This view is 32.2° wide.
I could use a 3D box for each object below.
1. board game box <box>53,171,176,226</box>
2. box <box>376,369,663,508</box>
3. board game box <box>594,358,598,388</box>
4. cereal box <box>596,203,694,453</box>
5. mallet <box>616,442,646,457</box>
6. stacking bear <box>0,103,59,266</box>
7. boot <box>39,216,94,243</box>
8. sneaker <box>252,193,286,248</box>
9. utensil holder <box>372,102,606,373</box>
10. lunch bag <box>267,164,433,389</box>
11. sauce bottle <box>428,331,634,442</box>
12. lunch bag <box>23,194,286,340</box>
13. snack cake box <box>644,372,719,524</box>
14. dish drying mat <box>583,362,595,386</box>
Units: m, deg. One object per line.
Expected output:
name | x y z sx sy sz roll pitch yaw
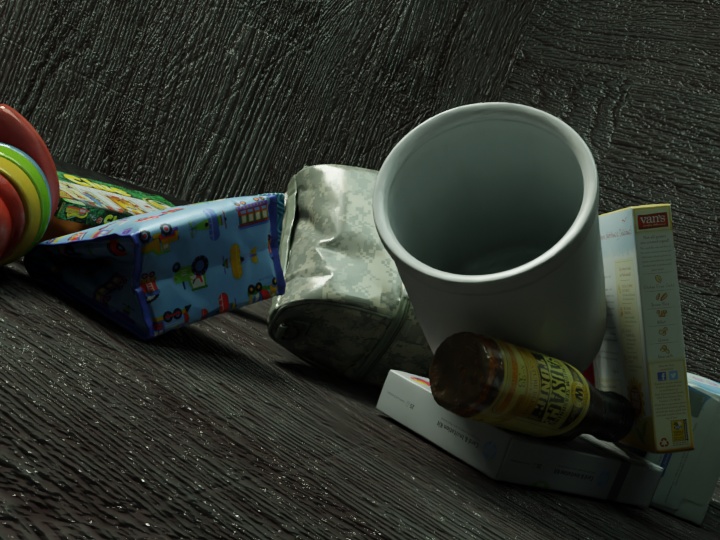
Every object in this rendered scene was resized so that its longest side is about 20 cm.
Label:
board game box | -0.245 -0.064 1.240 0.105 0.023 0.200 29 10 36
box | 0.136 0.143 1.062 0.200 0.041 0.156 18 4 -40
board game box | 0.202 0.068 1.359 0.147 0.064 0.200 21 17 -10
cereal box | 0.234 0.048 1.059 0.039 0.200 0.144 -4 -1 -5
mallet | 0.235 0.139 1.349 0.066 0.041 0.200 20 19 -34
stacking bear | -0.315 -0.051 1.024 0.114 0.121 0.200 44 7 -14
boot | -0.255 -0.019 1.255 0.200 0.077 0.155 27 5 -21
sneaker | -0.140 -0.037 1.403 0.200 0.077 0.081 -17 4 -3
utensil holder | 0.114 -0.009 1.008 0.170 0.170 0.200 22 -24 27
lunch bag | 0.000 0.000 1.198 0.168 0.200 0.139 20 -41 -16
sauce bottle | 0.140 0.096 0.966 0.200 0.066 0.066 17 5 -42
lunch bag | -0.189 -0.018 1.097 0.150 0.094 0.200 -19 21 -41
snack cake box | 0.313 0.161 1.177 0.067 0.115 0.200 21 3 17
dish drying mat | 0.192 0.078 1.157 0.018 0.200 0.077 -11 10 -23
